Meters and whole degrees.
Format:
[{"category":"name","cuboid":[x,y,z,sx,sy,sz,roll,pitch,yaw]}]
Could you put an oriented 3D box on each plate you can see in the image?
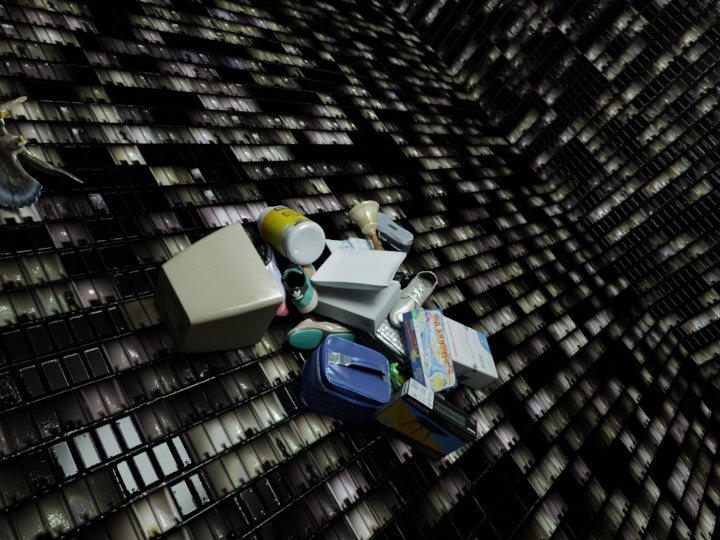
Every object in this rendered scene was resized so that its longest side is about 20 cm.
[{"category":"plate","cuboid":[0.000,0.000,1.303,0.198,0.033,0.200,4,26,17]}]

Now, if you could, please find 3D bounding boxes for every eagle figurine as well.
[{"category":"eagle figurine","cuboid":[-0.689,-0.229,1.046,0.151,0.151,0.201,-32,112,-13]}]

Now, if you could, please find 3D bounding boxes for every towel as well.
[{"category":"towel","cuboid":[0.077,0.142,1.371,0.199,0.086,0.166,38,51,9]}]

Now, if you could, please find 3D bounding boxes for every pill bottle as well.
[{"category":"pill bottle","cuboid":[-0.182,-0.096,1.311,0.108,0.110,0.199,2,19,-40]}]

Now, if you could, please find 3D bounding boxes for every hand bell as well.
[{"category":"hand bell","cuboid":[0.042,-0.099,1.570,0.103,0.104,0.202,1,58,-41]}]

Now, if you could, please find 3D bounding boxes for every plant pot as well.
[{"category":"plant pot","cuboid":[-0.303,0.053,1.058,0.176,0.200,0.201,-19,68,-37]}]

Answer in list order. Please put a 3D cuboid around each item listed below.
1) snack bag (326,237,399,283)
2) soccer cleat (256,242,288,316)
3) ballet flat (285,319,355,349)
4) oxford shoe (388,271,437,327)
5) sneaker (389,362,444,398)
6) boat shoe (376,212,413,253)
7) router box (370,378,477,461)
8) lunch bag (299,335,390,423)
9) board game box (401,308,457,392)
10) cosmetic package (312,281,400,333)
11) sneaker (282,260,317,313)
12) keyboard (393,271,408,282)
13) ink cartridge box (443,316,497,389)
[{"category":"snack bag","cuboid":[0.002,-0.025,1.517,0.199,0.021,0.190,3,46,-41]},{"category":"soccer cleat","cuboid":[-0.218,0.023,1.265,0.073,0.068,0.201,32,33,-45]},{"category":"ballet flat","cuboid":[-0.103,0.150,1.250,0.199,0.068,0.067,12,27,-41]},{"category":"oxford shoe","cuboid":[0.138,0.068,1.357,0.075,0.058,0.200,40,54,6]},{"category":"sneaker","cuboid":[0.134,0.296,1.295,0.199,0.085,0.079,28,40,-21]},{"category":"boat shoe","cuboid":[0.087,-0.121,1.663,0.199,0.069,0.073,34,43,30]},{"category":"router box","cuboid":[0.147,0.349,1.203,0.199,0.149,0.051,34,38,-11]},{"category":"lunch bag","cuboid":[-0.022,0.244,1.165,0.198,0.132,0.137,22,42,-24]},{"category":"board game box","cuboid":[0.174,0.200,1.302,0.135,0.034,0.202,1,75,-48]},{"category":"cosmetic package","cuboid":[-0.019,0.066,1.309,0.198,0.052,0.151,17,42,23]},{"category":"sneaker","cuboid":[-0.152,0.011,1.276,0.080,0.071,0.201,59,6,-38]},{"category":"keyboard","cuboid":[0.053,-0.006,1.418,0.126,0.021,0.200,10,12,-31]},{"category":"ink cartridge box","cuboid":[0.281,0.232,1.472,0.199,0.086,0.148,24,41,-32]}]
